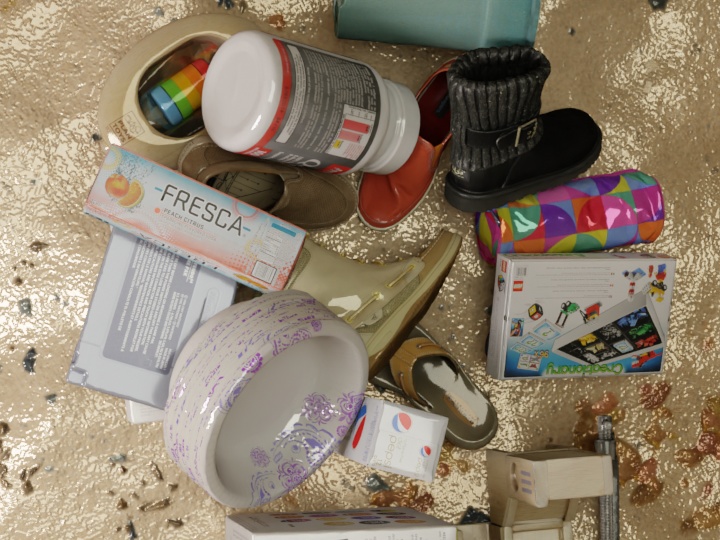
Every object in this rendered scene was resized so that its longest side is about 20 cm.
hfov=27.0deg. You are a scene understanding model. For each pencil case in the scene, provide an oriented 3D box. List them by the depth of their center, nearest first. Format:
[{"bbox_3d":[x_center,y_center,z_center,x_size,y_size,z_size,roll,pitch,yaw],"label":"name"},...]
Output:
[{"bbox_3d":[0.215,-0.057,1.568,0.199,0.088,0.089,-7,88,-14],"label":"pencil case"}]

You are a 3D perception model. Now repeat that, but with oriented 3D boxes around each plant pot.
[{"bbox_3d":[0.070,-0.306,1.506,0.195,0.200,0.201,-1,87,-3],"label":"plant pot"}]

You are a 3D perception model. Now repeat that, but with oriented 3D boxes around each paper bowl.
[{"bbox_3d":[-0.096,0.110,1.389,0.201,0.201,0.104,-47,56,-10],"label":"paper bowl"}]

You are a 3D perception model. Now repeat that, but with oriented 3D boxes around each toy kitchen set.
[{"bbox_3d":[0.149,0.282,1.485,0.162,0.180,0.201,-4,87,-11],"label":"toy kitchen set"}]

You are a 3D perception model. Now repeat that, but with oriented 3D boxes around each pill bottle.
[{"bbox_3d":[-0.044,-0.156,1.455,0.199,0.116,0.117,10,84,-41],"label":"pill bottle"}]

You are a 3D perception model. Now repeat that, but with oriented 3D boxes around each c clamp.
[{"bbox_3d":[0.248,0.241,1.523,0.027,0.171,0.201,-1,92,11],"label":"c clamp"}]

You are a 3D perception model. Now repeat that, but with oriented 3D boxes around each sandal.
[{"bbox_3d":[0.064,0.107,1.539,0.200,0.054,0.080,41,79,-1],"label":"sandal"}]

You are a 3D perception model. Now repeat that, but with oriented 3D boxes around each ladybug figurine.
[{"bbox_3d":[-0.175,-0.174,1.498,0.199,0.072,0.136,-32,95,-12],"label":"ladybug figurine"}]

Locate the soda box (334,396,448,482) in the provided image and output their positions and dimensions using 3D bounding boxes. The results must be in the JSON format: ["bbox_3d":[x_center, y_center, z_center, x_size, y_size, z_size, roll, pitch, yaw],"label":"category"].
[{"bbox_3d":[0.024,0.160,1.455,0.068,0.200,0.064,15,85,-10],"label":"soda box"}]

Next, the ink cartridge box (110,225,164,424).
[{"bbox_3d":[-0.184,0.044,1.487,0.116,0.067,0.201,-6,89,-13],"label":"ink cartridge box"}]

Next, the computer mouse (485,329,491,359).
[{"bbox_3d":[0.218,0.055,1.591,0.199,0.034,0.059,-16,105,-19],"label":"computer mouse"}]

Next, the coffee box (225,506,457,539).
[{"bbox_3d":[-0.021,0.337,1.436,0.197,0.200,0.201,0,86,-12],"label":"coffee box"}]

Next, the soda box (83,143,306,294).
[{"bbox_3d":[-0.154,-0.045,1.394,0.199,0.068,0.064,25,79,-10],"label":"soda box"}]

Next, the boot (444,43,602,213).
[{"bbox_3d":[0.170,-0.159,1.506,0.211,0.079,0.158,-27,134,-33],"label":"boot"}]

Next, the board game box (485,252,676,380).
[{"bbox_3d":[0.229,0.046,1.555,0.199,0.035,0.127,0,103,-23],"label":"board game box"}]

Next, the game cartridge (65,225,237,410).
[{"bbox_3d":[-0.189,0.029,1.433,0.132,0.041,0.201,17,82,-6],"label":"game cartridge"}]

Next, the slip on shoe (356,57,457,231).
[{"bbox_3d":[0.056,-0.129,1.529,0.074,0.061,0.200,36,103,8],"label":"slip on shoe"}]

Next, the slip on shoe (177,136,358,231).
[{"bbox_3d":[-0.084,-0.079,1.487,0.199,0.061,0.076,19,108,-33],"label":"slip on shoe"}]

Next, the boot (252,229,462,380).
[{"bbox_3d":[0.000,0.000,1.522,0.155,0.073,0.200,32,58,11],"label":"boot"}]
